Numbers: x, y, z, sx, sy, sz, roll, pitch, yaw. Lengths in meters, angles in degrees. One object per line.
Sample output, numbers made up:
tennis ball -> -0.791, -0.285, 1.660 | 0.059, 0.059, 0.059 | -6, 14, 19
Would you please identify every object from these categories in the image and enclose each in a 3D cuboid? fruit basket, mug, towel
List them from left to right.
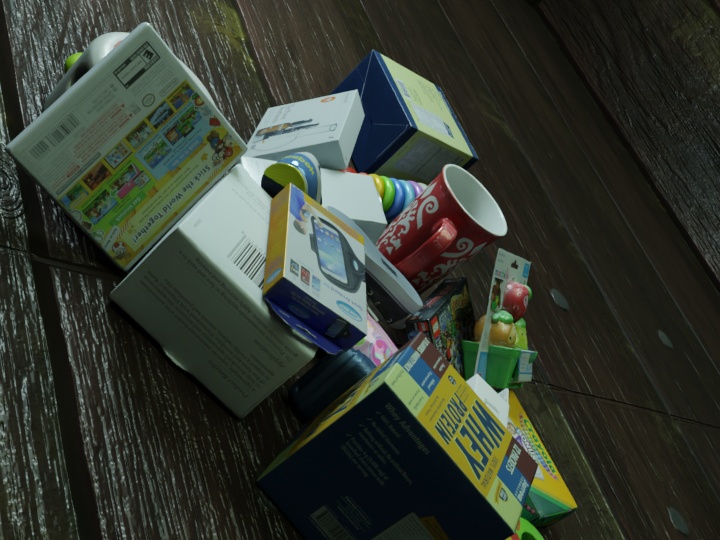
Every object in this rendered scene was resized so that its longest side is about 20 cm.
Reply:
towel -> 0.016, 0.183, 1.124 | 0.200, 0.112, 0.049 | 49, 26, -1
mug -> 0.090, -0.047, 1.435 | 0.177, 0.200, 0.134 | 1, 54, -55
fruit basket -> 0.220, 0.077, 1.430 | 0.093, 0.201, 0.185 | 15, 0, 25

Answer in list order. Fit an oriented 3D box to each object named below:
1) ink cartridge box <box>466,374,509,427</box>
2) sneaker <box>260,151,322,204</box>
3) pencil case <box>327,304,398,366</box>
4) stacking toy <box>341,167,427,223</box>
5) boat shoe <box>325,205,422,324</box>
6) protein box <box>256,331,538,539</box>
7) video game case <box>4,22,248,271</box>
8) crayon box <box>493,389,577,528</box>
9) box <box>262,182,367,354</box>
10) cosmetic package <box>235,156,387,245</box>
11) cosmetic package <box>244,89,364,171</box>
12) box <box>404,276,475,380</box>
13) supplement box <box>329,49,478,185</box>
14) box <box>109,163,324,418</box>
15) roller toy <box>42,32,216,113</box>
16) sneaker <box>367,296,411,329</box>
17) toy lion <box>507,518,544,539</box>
ink cartridge box -> 0.126, 0.215, 1.243 | 0.067, 0.116, 0.200 | 44, 26, -10
sneaker -> -0.085, -0.058, 1.200 | 0.074, 0.200, 0.082 | 19, 37, 8
pencil case -> 0.018, 0.120, 1.241 | 0.200, 0.087, 0.087 | 53, 27, 6
stacking toy -> 0.026, -0.125, 1.587 | 0.200, 0.085, 0.086 | 14, 43, -39
boat shoe -> 0.000, 0.000, 1.274 | 0.200, 0.066, 0.070 | 44, 17, -32
protein box -> 0.041, 0.216, 1.022 | 0.199, 0.200, 0.135 | 49, 27, -1
video game case -> -0.244, -0.131, 1.038 | 0.182, 0.200, 0.023 | 52, -17, -31
crayon box -> 0.214, 0.268, 1.370 | 0.119, 0.058, 0.200 | 9, 47, -52
box -> -0.047, 0.000, 1.057 | 0.119, 0.041, 0.200 | 36, 28, -26
cosmetic package -> -0.074, -0.085, 1.306 | 0.199, 0.074, 0.102 | 9, 44, -24
cosmetic package -> -0.082, -0.198, 1.424 | 0.200, 0.150, 0.052 | -76, 155, -58
box -> 0.125, 0.104, 1.404 | 0.200, 0.038, 0.137 | -39, 119, -63
supplement box -> 0.076, -0.257, 1.755 | 0.199, 0.134, 0.200 | 18, 41, -46
box -> -0.137, 0.019, 1.086 | 0.199, 0.131, 0.200 | 45, 27, -10
roller toy -> -0.264, -0.182, 1.144 | 0.200, 0.140, 0.183 | 37, 30, -23
sneaker -> -0.012, 0.020, 1.351 | 0.200, 0.078, 0.099 | 41, 33, 3
toy lion -> 0.181, 0.363, 1.168 | 0.192, 0.069, 0.200 | 59, 27, 3
